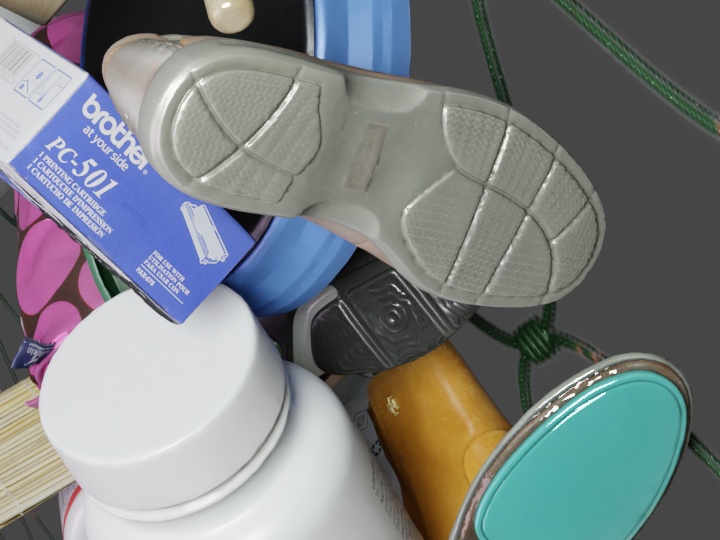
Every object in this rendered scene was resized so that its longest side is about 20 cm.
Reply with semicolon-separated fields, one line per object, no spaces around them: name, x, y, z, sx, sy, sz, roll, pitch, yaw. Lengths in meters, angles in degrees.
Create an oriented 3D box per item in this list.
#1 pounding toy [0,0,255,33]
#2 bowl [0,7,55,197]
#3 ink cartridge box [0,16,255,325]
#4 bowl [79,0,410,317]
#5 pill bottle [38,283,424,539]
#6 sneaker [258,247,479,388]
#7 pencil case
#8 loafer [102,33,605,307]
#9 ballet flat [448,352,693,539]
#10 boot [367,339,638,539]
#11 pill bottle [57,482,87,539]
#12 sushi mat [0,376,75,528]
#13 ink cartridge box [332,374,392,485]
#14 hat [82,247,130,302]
pounding toy;-0.096;-0.176;0.801;0.142;0.185;0.200;25;166;-15
bowl;-0.244;-0.152;1.360;0.200;0.074;0.200;59;161;8
ink cartridge box;-0.121;-0.052;0.852;0.094;0.044;0.200;46;174;-32
bowl;-0.053;-0.082;0.889;0.200;0.039;0.202;-3;86;55
pill bottle;-0.045;0.100;0.893;0.114;0.114;0.200;40;165;45
sneaker;0.000;0.000;0.961;0.200;0.115;0.076;-35;96;36
pencil case;-0.140;-0.029;1.141;0.094;0.091;0.201;-35;49;34
loafer;0.001;-0.042;0.781;0.063;0.200;0.072;38;106;50
ballet flat;0.058;0.108;0.860;0.067;0.200;0.064;25;-165;-13
boot;0.060;0.094;0.948;0.144;0.071;0.201;66;157;5
pill bottle;-0.112;0.084;1.223;0.200;0.113;0.114;-108;3;-54
sushi mat;-0.122;0.058;1.152;0.096;0.200;0.012;37;151;47
ink cartridge box;-0.058;0.120;1.022;0.039;0.200;0.100;17;114;34
hat;-0.023;-0.041;1.044;0.166;0.176;0.200;65;-160;-5
